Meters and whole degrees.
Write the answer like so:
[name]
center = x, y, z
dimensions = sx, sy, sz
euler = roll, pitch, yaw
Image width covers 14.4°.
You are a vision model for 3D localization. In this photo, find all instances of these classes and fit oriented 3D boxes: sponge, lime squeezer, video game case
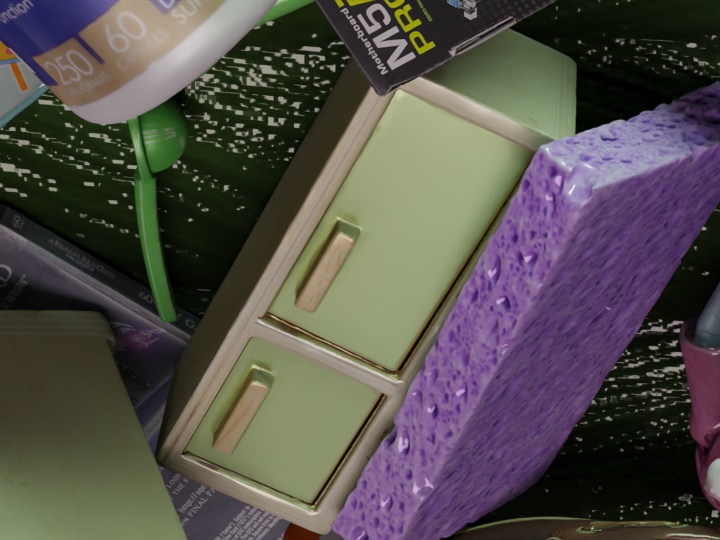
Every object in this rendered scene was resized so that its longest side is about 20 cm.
[sponge]
center = 0.068, 0.021, 1.049
dimensions = 0.030, 0.112, 0.200
euler = 44, 130, 21
[lime squeezer]
center = -0.059, -0.062, 1.052
dimensions = 0.071, 0.038, 0.200
euler = 7, 132, -34
[video game case]
center = -0.098, 0.070, 1.168
dimensions = 0.200, 0.019, 0.143
euler = 32, 125, -15

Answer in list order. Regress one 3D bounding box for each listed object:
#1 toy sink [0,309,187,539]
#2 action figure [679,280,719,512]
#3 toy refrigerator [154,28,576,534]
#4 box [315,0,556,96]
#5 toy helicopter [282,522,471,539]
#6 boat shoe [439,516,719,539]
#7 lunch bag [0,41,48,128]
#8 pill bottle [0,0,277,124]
[toy sink]
center = -0.151, 0.091, 1.096
dimensions = 0.112, 0.200, 0.130
euler = 1, 133, -31
[action figure]
center = 0.173, 0.068, 1.042
dimensions = 0.134, 0.149, 0.200
euler = 33, 158, -6
[toy refrigerator]
center = 0.000, 0.000, 1.053
dimensions = 0.076, 0.070, 0.200
euler = 25, 123, -11
[box]
center = 0.013, -0.168, 0.817
dimensions = 0.160, 0.044, 0.200
euler = -27, 101, 44
[toy helicopter]
center = 0.064, 0.157, 1.148
dimensions = 0.200, 0.132, 0.079
euler = -8, 140, -10
[boat shoe]
center = 0.098, 0.125, 1.084
dimensions = 0.200, 0.072, 0.072
euler = 0, 165, -4
[lunch bag]
center = -0.196, -0.102, 1.010
dimensions = 0.200, 0.077, 0.160
euler = -36, 114, 30
[pill bottle]
center = -0.111, -0.151, 0.890
dimensions = 0.116, 0.116, 0.200
euler = -34, 112, 29
